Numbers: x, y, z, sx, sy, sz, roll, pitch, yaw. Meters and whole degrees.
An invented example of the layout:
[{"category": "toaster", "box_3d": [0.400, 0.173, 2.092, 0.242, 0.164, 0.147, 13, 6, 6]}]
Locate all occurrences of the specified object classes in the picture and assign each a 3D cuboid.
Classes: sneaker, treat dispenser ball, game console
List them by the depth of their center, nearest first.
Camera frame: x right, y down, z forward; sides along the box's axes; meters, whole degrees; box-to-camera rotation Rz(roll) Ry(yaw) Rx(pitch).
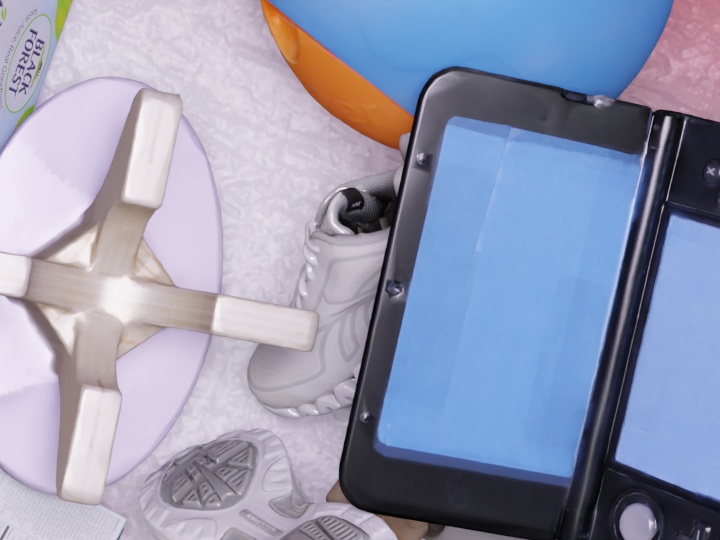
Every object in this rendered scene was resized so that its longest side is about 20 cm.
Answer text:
[{"category": "game console", "box_3d": [0.105, 0.030, 1.068, 0.116, 0.176, 0.201, 5, 101, -44]}, {"category": "treat dispenser ball", "box_3d": [0.049, -0.152, 1.162, 0.200, 0.201, 0.202, 0, 88, -3]}, {"category": "sneaker", "box_3d": [-0.038, 0.145, 1.169, 0.078, 0.200, 0.100, -29, 120, -16]}, {"category": "sneaker", "box_3d": [0.000, 0.000, 1.175, 0.081, 0.200, 0.075, 26, 44, -26]}]

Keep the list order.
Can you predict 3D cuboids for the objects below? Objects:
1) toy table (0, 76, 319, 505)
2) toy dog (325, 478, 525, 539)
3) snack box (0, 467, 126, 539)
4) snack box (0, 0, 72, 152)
[{"category": "toy table", "box_3d": [-0.120, 0.008, 1.160, 0.183, 0.117, 0.201, 0, 90, -16]}, {"category": "toy dog", "box_3d": [0.064, 0.122, 1.223, 0.132, 0.096, 0.200, -34, 104, -9]}, {"category": "snack box", "box_3d": [-0.205, 0.176, 1.176, 0.116, 0.037, 0.200, 29, 58, -2]}, {"category": "snack box", "box_3d": [-0.204, -0.115, 1.178, 0.053, 0.142, 0.201, 18, 87, 29]}]
